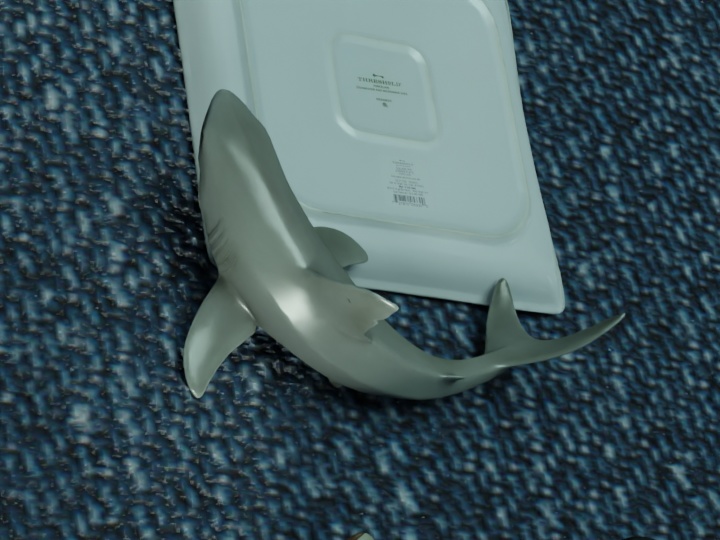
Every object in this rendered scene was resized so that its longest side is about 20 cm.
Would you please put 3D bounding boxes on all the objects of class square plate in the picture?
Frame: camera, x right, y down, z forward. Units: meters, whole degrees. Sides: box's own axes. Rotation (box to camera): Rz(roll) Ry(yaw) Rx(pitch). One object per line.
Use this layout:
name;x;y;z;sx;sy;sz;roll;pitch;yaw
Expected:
square plate;0.007;-0.081;1.449;0.199;0.028;0.199;8;58;-30

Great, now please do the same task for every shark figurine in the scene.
shark figurine;0.010;0.020;1.342;0.214;0.089;0.129;30;68;-25

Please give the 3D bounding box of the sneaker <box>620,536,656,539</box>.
sneaker;0.078;0.181;1.284;0.070;0.100;0.200;41;47;-2

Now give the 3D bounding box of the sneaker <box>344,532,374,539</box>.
sneaker;0.044;0.168;1.222;0.199;0.071;0.076;26;70;32
